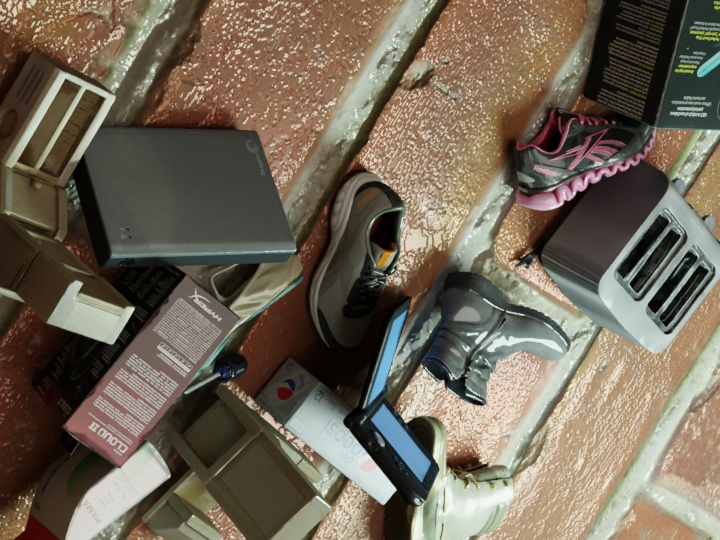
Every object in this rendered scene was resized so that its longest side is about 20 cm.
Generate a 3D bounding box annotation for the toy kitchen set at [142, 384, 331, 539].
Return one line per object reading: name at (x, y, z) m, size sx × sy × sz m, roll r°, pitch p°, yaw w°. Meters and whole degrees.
toy kitchen set at (-0.112, 0.263, 1.695) m, size 0.163 × 0.180 × 0.200 m, roll -44°, pitch 143°, yaw -2°

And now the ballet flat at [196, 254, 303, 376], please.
ballet flat at (-0.147, 0.042, 1.674) m, size 0.200 × 0.069 × 0.070 m, roll -43°, pitch 130°, yaw -15°

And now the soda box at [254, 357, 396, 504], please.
soda box at (-0.026, 0.179, 1.819) m, size 0.063 × 0.068 × 0.200 m, roll -51°, pitch 132°, yaw -5°

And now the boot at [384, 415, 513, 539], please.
boot at (0.112, 0.246, 1.954) m, size 0.154 × 0.072 × 0.201 m, roll -12°, pitch 123°, yaw -32°

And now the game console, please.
game console at (0.055, 0.137, 1.761) m, size 0.116 × 0.200 × 0.176 m, roll -40°, pitch 88°, yaw 9°

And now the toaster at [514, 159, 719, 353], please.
toaster at (0.320, -0.018, 1.951) m, size 0.200 × 0.119 × 0.181 m, roll -51°, pitch 131°, yaw -5°

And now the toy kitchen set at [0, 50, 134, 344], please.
toy kitchen set at (-0.277, -0.073, 1.398) m, size 0.163 × 0.200 × 0.181 m, roll 24°, pitch 101°, yaw -50°

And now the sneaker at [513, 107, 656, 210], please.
sneaker at (0.253, -0.149, 1.876) m, size 0.200 × 0.079 × 0.096 m, roll -31°, pitch 115°, yaw -23°

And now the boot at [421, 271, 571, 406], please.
boot at (0.151, 0.098, 1.888) m, size 0.200 × 0.070 × 0.132 m, roll 29°, pitch 68°, yaw -31°

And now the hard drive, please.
hard drive at (-0.168, -0.070, 1.556) m, size 0.200 × 0.140 × 0.033 m, roll -2°, pitch 151°, yaw -36°

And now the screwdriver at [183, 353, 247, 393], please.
screwdriver at (-0.144, 0.103, 1.642) m, size 0.029 × 0.028 × 0.200 m, roll -47°, pitch 175°, yaw 6°

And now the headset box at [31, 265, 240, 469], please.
headset box at (-0.222, 0.086, 1.565) m, size 0.077 × 0.149 × 0.200 m, roll 40°, pitch 84°, yaw -24°

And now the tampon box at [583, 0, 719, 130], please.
tampon box at (0.365, -0.271, 1.857) m, size 0.150 × 0.126 × 0.201 m, roll -2°, pitch 113°, yaw -36°

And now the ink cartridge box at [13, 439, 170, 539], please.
ink cartridge box at (-0.291, 0.229, 1.582) m, size 0.200 × 0.161 × 0.050 m, roll -36°, pitch 105°, yaw -18°

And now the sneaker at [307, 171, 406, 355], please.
sneaker at (0.000, 0.000, 1.746) m, size 0.074 × 0.079 × 0.201 m, roll -4°, pitch 115°, yaw -37°
